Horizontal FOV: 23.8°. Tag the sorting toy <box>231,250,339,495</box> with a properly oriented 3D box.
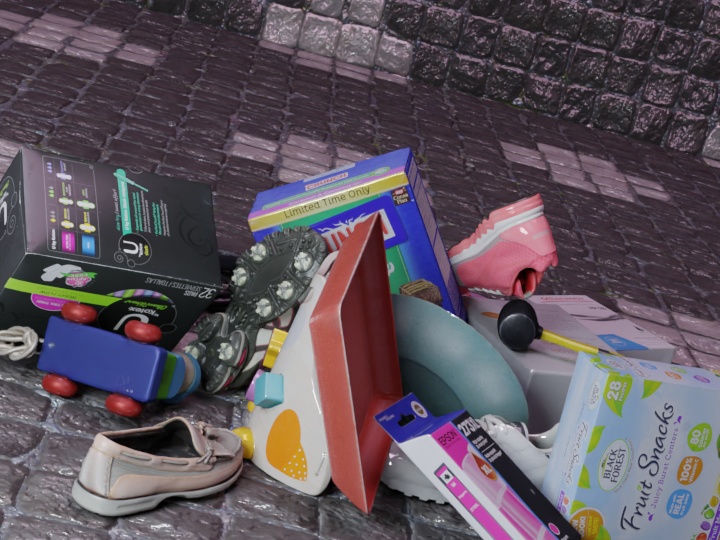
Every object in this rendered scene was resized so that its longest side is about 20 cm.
[{"bbox_3d":[-0.044,0.078,1.576,0.106,0.182,0.200,17,16,4],"label":"sorting toy"}]

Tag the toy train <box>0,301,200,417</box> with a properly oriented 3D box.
[{"bbox_3d":[-0.253,0.076,1.598,0.198,0.085,0.116,15,-2,23],"label":"toy train"}]

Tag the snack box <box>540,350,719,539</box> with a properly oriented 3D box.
[{"bbox_3d":[0.277,0.174,1.580,0.198,0.170,0.068,8,14,-21],"label":"snack box"}]

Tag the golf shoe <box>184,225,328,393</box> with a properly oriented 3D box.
[{"bbox_3d":[-0.090,0.035,1.658,0.088,0.200,0.077,9,38,-52],"label":"golf shoe"}]

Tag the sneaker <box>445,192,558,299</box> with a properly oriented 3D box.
[{"bbox_3d":[0.139,-0.001,1.744,0.073,0.200,0.087,-21,77,-27],"label":"sneaker"}]

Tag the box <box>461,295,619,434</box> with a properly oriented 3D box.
[{"bbox_3d":[0.180,0.115,1.795,0.151,0.107,0.200,6,19,-27],"label":"box"}]

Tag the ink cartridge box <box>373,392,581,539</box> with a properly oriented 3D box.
[{"bbox_3d":[0.103,0.182,1.492,0.200,0.037,0.095,45,23,11],"label":"ink cartridge box"}]

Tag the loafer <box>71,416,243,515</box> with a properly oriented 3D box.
[{"bbox_3d":[-0.158,0.153,1.430,0.071,0.063,0.199,23,18,28],"label":"loafer"}]

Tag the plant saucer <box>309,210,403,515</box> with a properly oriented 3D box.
[{"bbox_3d":[-0.004,0.078,1.500,0.036,0.201,0.200,-2,25,11],"label":"plant saucer"}]

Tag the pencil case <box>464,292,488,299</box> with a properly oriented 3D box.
[{"bbox_3d":[0.147,0.073,1.958,0.198,0.088,0.088,16,16,-1],"label":"pencil case"}]

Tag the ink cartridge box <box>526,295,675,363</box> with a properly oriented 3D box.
[{"bbox_3d":[0.263,0.082,2.056,0.115,0.067,0.200,0,22,-41],"label":"ink cartridge box"}]

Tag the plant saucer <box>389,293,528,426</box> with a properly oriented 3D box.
[{"bbox_3d":[0.067,0.110,1.646,0.200,0.202,0.039,23,54,25],"label":"plant saucer"}]

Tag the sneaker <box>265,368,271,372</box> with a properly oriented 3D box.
[{"bbox_3d":[-0.076,0.056,1.811,0.075,0.077,0.200,19,15,20],"label":"sneaker"}]

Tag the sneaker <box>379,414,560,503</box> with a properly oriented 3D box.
[{"bbox_3d":[0.101,0.170,1.589,0.198,0.081,0.076,6,20,-20],"label":"sneaker"}]

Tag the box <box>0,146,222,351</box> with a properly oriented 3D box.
[{"bbox_3d":[-0.254,-0.012,1.633,0.198,0.149,0.125,10,53,-29],"label":"box"}]

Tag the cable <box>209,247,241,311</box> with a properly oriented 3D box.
[{"bbox_3d":[-0.181,-0.010,1.977,0.162,0.051,0.200,10,17,-20],"label":"cable"}]

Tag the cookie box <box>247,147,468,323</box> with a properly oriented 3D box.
[{"bbox_3d":[0.000,0.000,1.726,0.170,0.201,0.075,-16,21,11],"label":"cookie box"}]

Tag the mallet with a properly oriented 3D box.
[{"bbox_3d":[0.230,0.078,1.723,0.198,0.041,0.066,18,14,-7],"label":"mallet"}]
